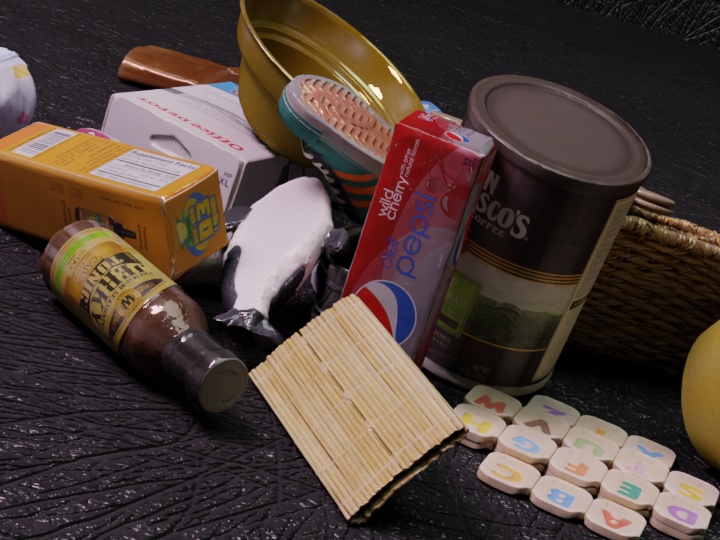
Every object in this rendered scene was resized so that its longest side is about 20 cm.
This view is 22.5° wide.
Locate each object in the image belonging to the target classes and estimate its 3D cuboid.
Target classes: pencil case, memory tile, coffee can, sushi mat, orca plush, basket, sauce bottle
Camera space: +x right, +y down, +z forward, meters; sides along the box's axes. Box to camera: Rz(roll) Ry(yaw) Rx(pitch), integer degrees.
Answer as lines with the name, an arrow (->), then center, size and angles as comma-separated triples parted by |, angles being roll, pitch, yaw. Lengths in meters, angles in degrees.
pencil case -> -0.353, -0.138, 1.484 | 0.083, 0.092, 0.200 | 25, 18, 22
memory tile -> 0.162, -0.091, 1.550 | 0.198, 0.017, 0.153 | 17, 9, -28
coffee can -> 0.118, -0.026, 1.393 | 0.145, 0.201, 0.147 | 15, 31, -10
sushi mat -> -0.005, 0.086, 1.196 | 0.012, 0.095, 0.200 | 54, -3, -33
orca plush -> -0.059, 0.011, 1.367 | 0.104, 0.072, 0.201 | -2, 35, -1
basket -> 0.235, -0.021, 1.543 | 0.198, 0.149, 0.144 | 15, 41, -24
sauce bottle -> -0.146, 0.031, 1.233 | 0.064, 0.065, 0.199 | 1, 23, -43

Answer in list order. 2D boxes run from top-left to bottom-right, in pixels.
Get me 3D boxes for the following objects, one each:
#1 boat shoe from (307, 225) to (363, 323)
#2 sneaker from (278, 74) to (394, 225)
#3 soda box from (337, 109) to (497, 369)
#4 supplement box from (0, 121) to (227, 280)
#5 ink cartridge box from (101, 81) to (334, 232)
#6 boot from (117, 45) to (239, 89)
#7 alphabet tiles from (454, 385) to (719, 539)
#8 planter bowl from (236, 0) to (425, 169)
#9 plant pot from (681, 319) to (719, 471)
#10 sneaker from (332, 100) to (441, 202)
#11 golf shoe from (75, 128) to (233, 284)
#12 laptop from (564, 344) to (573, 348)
boat shoe -> 0.000, 0.000, 1.455 | 0.071, 0.072, 0.200 | 17, 17, -4
sneaker -> -0.003, -0.080, 1.438 | 0.199, 0.080, 0.072 | 32, 34, -37
soda box -> 0.033, -0.008, 1.299 | 0.069, 0.202, 0.063 | 21, 17, 9
supplement box -> -0.192, -0.055, 1.352 | 0.199, 0.067, 0.069 | 18, 35, 37
ink cartridge box -> -0.121, -0.099, 1.604 | 0.144, 0.084, 0.200 | 27, 19, 21
boot -> -0.142, -0.203, 1.969 | 0.198, 0.069, 0.188 | 15, 24, 15
alphabet tiles -> 0.161, 0.137, 1.307 | 0.198, 0.015, 0.195 | 23, 19, 13
planter bowl -> -0.043, -0.147, 1.548 | 0.199, 0.084, 0.201 | 33, 25, -17
plant pot -> 0.325, 0.094, 1.357 | 0.141, 0.202, 0.199 | 0, 3, 40
sneaker -> 0.023, -0.121, 1.777 | 0.075, 0.106, 0.199 | 31, 21, 36
golf shoe -> -0.169, -0.046, 1.447 | 0.091, 0.076, 0.200 | 12, 24, -48
laptop -> 0.126, -0.020, 1.587 | 0.176, 0.104, 0.200 | 2, 24, -40
